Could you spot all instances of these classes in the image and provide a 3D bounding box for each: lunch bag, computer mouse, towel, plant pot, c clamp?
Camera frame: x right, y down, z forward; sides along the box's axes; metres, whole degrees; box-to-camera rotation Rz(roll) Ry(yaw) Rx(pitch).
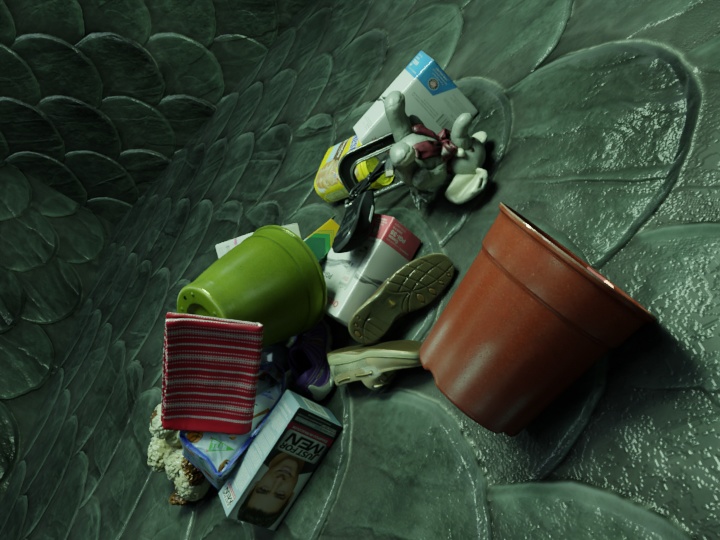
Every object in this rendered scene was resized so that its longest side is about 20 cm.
[{"bbox_3d":[-0.216,0.260,0.947,0.200,0.124,0.170,-46,-7,-29],"label":"lunch bag"},{"bbox_3d":[-0.218,0.184,1.023,0.197,0.034,0.060,-16,82,11],"label":"computer mouse"},{"bbox_3d":[-0.225,0.161,0.804,0.023,0.142,0.203,-103,22,-64],"label":"towel"},{"bbox_3d":[0.019,-0.114,0.938,0.140,0.046,0.202,-41,23,38],"label":"computer mouse"},{"bbox_3d":[-0.190,0.052,0.892,0.199,0.203,0.192,-21,8,42],"label":"plant pot"},{"bbox_3d":[0.044,-0.179,1.051,0.198,0.172,0.027,-26,31,17],"label":"c clamp"},{"bbox_3d":[0.179,0.063,0.604,0.196,0.199,0.201,-55,31,16],"label":"plant pot"}]

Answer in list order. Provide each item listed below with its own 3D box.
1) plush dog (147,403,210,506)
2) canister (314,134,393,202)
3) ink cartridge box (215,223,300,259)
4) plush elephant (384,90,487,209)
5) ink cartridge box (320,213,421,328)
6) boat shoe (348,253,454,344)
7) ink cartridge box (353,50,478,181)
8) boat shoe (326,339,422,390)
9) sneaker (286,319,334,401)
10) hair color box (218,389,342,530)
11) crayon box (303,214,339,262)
[{"bbox_3d":[-0.343,0.378,1.084,0.201,0.158,0.173,115,145,-41],"label":"plush dog"},{"bbox_3d":[-0.007,-0.239,1.207,0.199,0.086,0.150,-10,53,51],"label":"canister"},{"bbox_3d":[-0.214,-0.022,1.207,0.198,0.124,0.131,-9,97,48],"label":"ink cartridge box"},{"bbox_3d":[0.142,-0.199,0.907,0.152,0.201,0.167,-15,47,15],"label":"plush elephant"},{"bbox_3d":[0.000,0.000,0.982,0.146,0.082,0.202,21,79,57],"label":"ink cartridge box"},{"bbox_3d":[0.063,0.038,0.873,0.199,0.072,0.068,-39,7,8],"label":"boat shoe"},{"bbox_3d":[0.104,-0.295,1.050,0.200,0.144,0.085,-44,32,16],"label":"ink cartridge box"},{"bbox_3d":[0.028,0.150,0.837,0.198,0.072,0.066,-13,87,42],"label":"boat shoe"},{"bbox_3d":[-0.097,0.142,0.985,0.081,0.083,0.201,-46,32,14],"label":"sneaker"},{"bbox_3d":[-0.128,0.305,0.863,0.201,0.099,0.060,-56,33,-1],"label":"hair color box"},{"bbox_3d":[-0.097,-0.026,1.089,0.126,0.051,0.200,-52,0,30],"label":"crayon box"}]
